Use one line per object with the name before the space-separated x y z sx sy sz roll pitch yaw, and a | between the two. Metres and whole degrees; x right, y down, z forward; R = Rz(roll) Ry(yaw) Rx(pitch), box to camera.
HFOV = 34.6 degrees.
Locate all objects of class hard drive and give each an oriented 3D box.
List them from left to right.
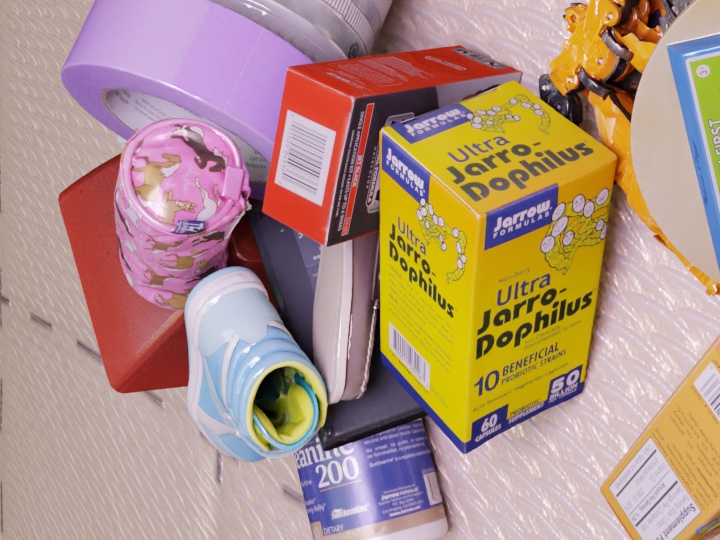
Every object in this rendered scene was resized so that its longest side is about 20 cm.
hard drive | 0.005 0.022 0.900 0.033 0.138 0.203 87 164 -71

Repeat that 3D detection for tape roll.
tape roll | -0.109 -0.121 0.823 0.199 0.199 0.066 8 69 53

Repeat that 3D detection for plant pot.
plant pot | -0.124 -0.026 1.034 0.176 0.198 0.202 -38 65 39

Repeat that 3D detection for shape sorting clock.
shape sorting clock | 0.234 -0.064 0.571 0.197 0.039 0.203 9 125 13

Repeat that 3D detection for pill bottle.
pill bottle | -0.004 0.130 0.944 0.111 0.110 0.203 -28 72 52

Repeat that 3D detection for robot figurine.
robot figurine | 0.187 -0.092 0.691 0.201 0.058 0.146 59 137 30

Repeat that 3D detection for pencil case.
pencil case | -0.130 -0.035 0.828 0.087 0.082 0.200 59 161 8

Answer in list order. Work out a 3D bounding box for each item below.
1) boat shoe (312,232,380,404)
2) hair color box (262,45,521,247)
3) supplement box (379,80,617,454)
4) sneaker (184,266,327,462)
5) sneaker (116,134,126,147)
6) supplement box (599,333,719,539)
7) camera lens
boat shoe | 0.000 0.000 0.854 0.072 0.059 0.203 139 136 -60
hair color box | 0.026 -0.091 0.790 0.061 0.199 0.103 27 119 30
supplement box | 0.084 -0.001 0.758 0.110 0.108 0.202 45 148 41
sneaker | -0.075 0.108 0.858 0.131 0.079 0.202 51 158 38
sneaker | -0.208 -0.141 1.209 0.199 0.087 0.077 24 112 50
supplement box | 0.205 0.094 0.645 0.069 0.066 0.201 59 155 24
camera lens | -0.047 -0.234 0.865 0.159 0.159 0.203 6 70 53
